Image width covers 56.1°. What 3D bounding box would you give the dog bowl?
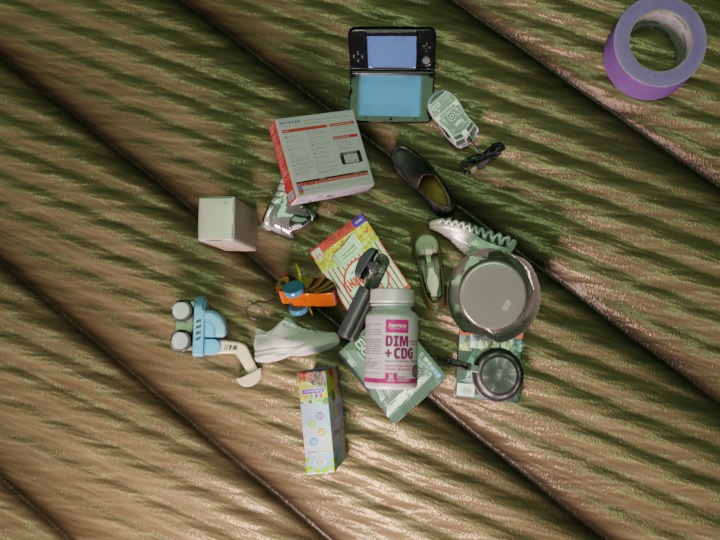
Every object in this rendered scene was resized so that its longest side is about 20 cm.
[{"bbox_3d":[0.279,0.050,1.439,0.195,0.059,0.205,0,97,3],"label":"dog bowl"}]

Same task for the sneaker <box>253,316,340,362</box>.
[{"bbox_3d":[-0.144,0.144,1.501,0.195,0.075,0.090,-10,72,5],"label":"sneaker"}]

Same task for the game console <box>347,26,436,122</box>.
[{"bbox_3d":[0.069,-0.438,1.514,0.195,0.177,0.118,2,56,4],"label":"game console"}]

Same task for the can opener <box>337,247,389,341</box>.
[{"bbox_3d":[0.000,0.050,1.466,0.066,0.053,0.203,25,88,39],"label":"can opener"}]

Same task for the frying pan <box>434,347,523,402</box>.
[{"bbox_3d":[0.268,0.202,1.459,0.189,0.031,0.116,37,88,4],"label":"frying pan"}]

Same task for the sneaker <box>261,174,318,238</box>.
[{"bbox_3d":[-0.137,-0.167,1.532,0.114,0.075,0.203,24,92,-3],"label":"sneaker"}]

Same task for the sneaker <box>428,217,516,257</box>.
[{"bbox_3d":[0.240,-0.063,1.484,0.196,0.075,0.083,19,95,4],"label":"sneaker"}]

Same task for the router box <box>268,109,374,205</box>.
[{"bbox_3d":[-0.084,-0.252,1.495,0.196,0.049,0.183,-13,83,-27],"label":"router box"}]

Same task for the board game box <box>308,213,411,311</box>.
[{"bbox_3d":[0.000,0.000,1.510,0.150,0.046,0.202,-35,83,1],"label":"board game box"}]

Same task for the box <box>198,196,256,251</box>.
[{"bbox_3d":[-0.284,-0.098,1.465,0.076,0.200,0.097,0,85,5],"label":"box"}]

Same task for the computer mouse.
[{"bbox_3d":[0.227,-0.319,1.525,0.109,0.044,0.201,-37,88,5],"label":"computer mouse"}]

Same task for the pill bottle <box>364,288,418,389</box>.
[{"bbox_3d":[0.065,0.142,1.406,0.111,0.113,0.205,0,84,5],"label":"pill bottle"}]

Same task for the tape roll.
[{"bbox_3d":[0.643,-0.486,1.483,0.195,0.085,0.205,0,85,5],"label":"tape roll"}]

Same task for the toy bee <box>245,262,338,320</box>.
[{"bbox_3d":[-0.145,0.037,1.487,0.195,0.110,0.133,9,126,-6],"label":"toy bee"}]

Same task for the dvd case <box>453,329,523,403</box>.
[{"bbox_3d":[0.283,0.182,1.482,0.142,0.022,0.205,4,84,5],"label":"dvd case"}]

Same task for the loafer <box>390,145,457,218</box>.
[{"bbox_3d":[0.142,-0.206,1.504,0.073,0.072,0.200,-45,82,1],"label":"loafer"}]

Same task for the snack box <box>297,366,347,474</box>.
[{"bbox_3d":[-0.078,0.310,1.426,0.066,0.169,0.205,-6,85,7],"label":"snack box"}]

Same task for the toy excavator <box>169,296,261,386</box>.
[{"bbox_3d":[-0.318,0.158,1.505,0.195,0.100,0.199,1,86,-4],"label":"toy excavator"}]

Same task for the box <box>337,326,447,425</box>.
[{"bbox_3d":[0.069,0.207,1.483,0.157,0.050,0.201,-40,83,0],"label":"box"}]

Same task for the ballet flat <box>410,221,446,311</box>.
[{"bbox_3d":[0.151,-0.012,1.485,0.066,0.072,0.205,-7,84,2],"label":"ballet flat"}]
